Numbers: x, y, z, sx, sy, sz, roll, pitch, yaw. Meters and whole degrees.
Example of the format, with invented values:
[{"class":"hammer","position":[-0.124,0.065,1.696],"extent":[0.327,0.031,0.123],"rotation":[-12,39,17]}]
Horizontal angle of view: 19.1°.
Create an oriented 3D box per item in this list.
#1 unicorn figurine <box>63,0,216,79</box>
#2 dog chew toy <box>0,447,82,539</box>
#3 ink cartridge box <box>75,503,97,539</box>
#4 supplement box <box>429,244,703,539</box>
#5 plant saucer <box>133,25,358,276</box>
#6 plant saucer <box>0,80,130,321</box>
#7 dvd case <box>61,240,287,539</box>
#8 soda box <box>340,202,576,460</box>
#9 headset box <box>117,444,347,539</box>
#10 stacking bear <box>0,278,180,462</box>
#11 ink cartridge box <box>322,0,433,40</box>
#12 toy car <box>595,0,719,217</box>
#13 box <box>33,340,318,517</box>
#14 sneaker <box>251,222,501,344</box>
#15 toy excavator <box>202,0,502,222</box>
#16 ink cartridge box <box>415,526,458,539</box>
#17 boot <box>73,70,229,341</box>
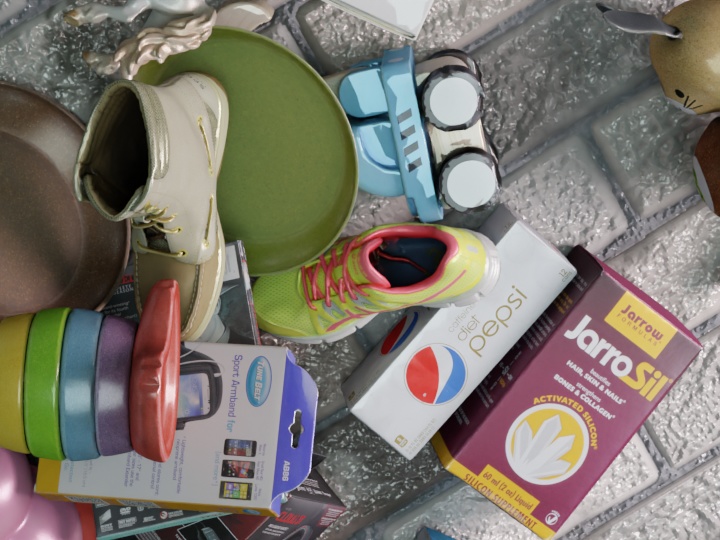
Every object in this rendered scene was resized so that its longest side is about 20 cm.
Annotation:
[{"class":"unicorn figurine","position":[-0.161,-0.229,1.547],"extent":[0.137,0.074,0.201],"rotation":[-26,73,-2]},{"class":"dog chew toy","position":[-0.287,0.170,1.569],"extent":[0.124,0.125,0.200],"rotation":[-29,130,0]},{"class":"ink cartridge box","position":[-0.316,0.224,1.675],"extent":[0.199,0.047,0.161],"rotation":[22,100,-11]},{"class":"supplement box","position":[0.160,0.096,1.689],"extent":[0.110,0.086,0.200],"rotation":[36,97,-15]},{"class":"plant saucer","position":[-0.090,-0.092,1.594],"extent":[0.199,0.031,0.201],"rotation":[9,118,17]},{"class":"plant saucer","position":[-0.263,-0.041,1.568],"extent":[0.200,0.201,0.037],"rotation":[43,139,-16]},{"class":"dvd case","position":[-0.140,0.088,1.582],"extent":[0.145,0.022,0.201],"rotation":[-13,74,5]},{"class":"soda box","position":[0.075,0.047,1.676],"extent":[0.068,0.064,0.200],"rotation":[40,96,-15]},{"class":"headset box","position":[-0.107,0.206,1.642],"extent":[0.200,0.149,0.075],"rotation":[-44,72,4]},{"class":"stacking bear","position":[-0.229,0.074,1.477],"extent":[0.199,0.122,0.114],"rotation":[3,130,1]},{"class":"ink cartridge box","position":[0.016,-0.258,1.512],"extent":[0.087,0.200,0.146],"rotation":[22,101,-14]},{"class":"toy car","position":[0.260,-0.139,1.609],"extent":[0.199,0.164,0.158],"rotation":[31,99,-5]},{"class":"box","position":[-0.129,0.112,1.543],"extent":[0.199,0.041,0.120],"rotation":[4,75,8]},{"class":"sneaker","position":[0.000,0.000,1.615],"extent":[0.199,0.090,0.079],"rotation":[-15,75,15]},{"class":"toy excavator","position":[-0.005,-0.123,1.609],"extent":[0.199,0.100,0.196],"rotation":[-12,105,4]},{"class":"ink cartridge box","position":[0.117,0.328,1.714],"extent":[0.199,0.146,0.147],"rotation":[24,101,-14]},{"class":"boot","position":[-0.149,-0.039,1.506],"extent":[0.072,0.155,0.201],"rotation":[8,98,15]}]
